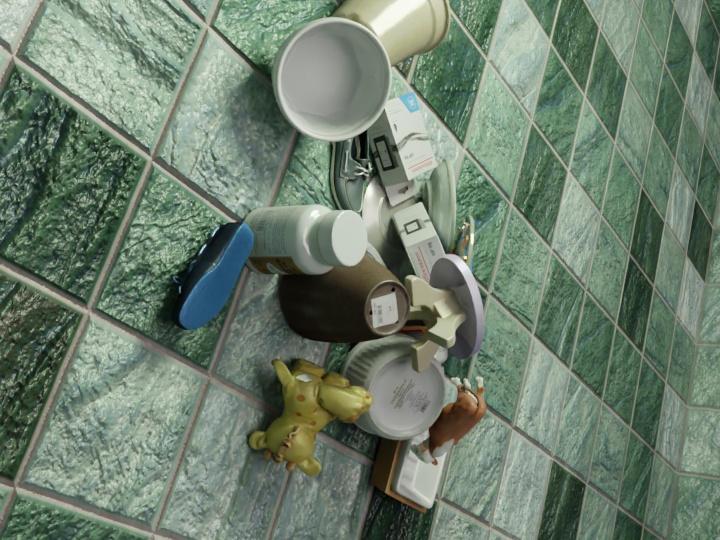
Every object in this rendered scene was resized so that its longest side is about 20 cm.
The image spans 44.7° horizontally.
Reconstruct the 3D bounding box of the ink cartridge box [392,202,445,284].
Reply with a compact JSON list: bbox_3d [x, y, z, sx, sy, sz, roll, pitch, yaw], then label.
[{"bbox_3d":[0.125,-0.035,1.692,0.200,0.066,0.116,-105,172,-62],"label":"ink cartridge box"}]

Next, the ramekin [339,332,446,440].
[{"bbox_3d":[0.066,0.221,1.641,0.199,0.105,0.201,-3,98,-21],"label":"ramekin"}]

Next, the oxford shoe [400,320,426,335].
[{"bbox_3d":[0.088,0.083,1.683,0.071,0.199,0.073,28,71,-89],"label":"oxford shoe"}]

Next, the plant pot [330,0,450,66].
[{"bbox_3d":[0.034,-0.448,1.609,0.184,0.200,0.201,-48,126,-35],"label":"plant pot"}]

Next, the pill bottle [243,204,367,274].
[{"bbox_3d":[-0.093,-0.050,1.432,0.114,0.199,0.115,0,90,-51],"label":"pill bottle"}]

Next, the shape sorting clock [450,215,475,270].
[{"bbox_3d":[0.196,-0.013,1.763,0.200,0.039,0.201,-171,-90,-90],"label":"shape sorting clock"}]

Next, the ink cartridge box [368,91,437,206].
[{"bbox_3d":[0.084,-0.242,1.744,0.116,0.068,0.201,-31,106,-48],"label":"ink cartridge box"}]

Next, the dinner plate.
[{"bbox_3d":[0.070,-0.107,1.784,0.200,0.024,0.201,1,89,-51],"label":"dinner plate"}]

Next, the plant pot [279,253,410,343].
[{"bbox_3d":[-0.010,0.049,1.496,0.186,0.200,0.188,-6,102,-32],"label":"plant pot"}]

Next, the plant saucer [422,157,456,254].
[{"bbox_3d":[0.159,-0.134,1.823,0.200,0.050,0.201,179,-90,-86],"label":"plant saucer"}]

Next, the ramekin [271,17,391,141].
[{"bbox_3d":[-0.058,-0.327,1.487,0.199,0.105,0.201,-6,109,-17],"label":"ramekin"}]

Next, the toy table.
[{"bbox_3d":[0.135,0.083,1.550,0.117,0.184,0.201,-22,107,-30],"label":"toy table"}]

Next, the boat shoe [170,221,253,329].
[{"bbox_3d":[-0.236,0.010,1.361,0.200,0.068,0.084,-57,139,-34],"label":"boat shoe"}]

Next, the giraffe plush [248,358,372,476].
[{"bbox_3d":[-0.094,0.255,1.486,0.200,0.172,0.163,18,97,-61],"label":"giraffe plush"}]

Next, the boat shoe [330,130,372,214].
[{"bbox_3d":[-0.013,-0.200,1.646,0.073,0.062,0.201,-7,95,-52],"label":"boat shoe"}]

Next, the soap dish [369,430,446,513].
[{"bbox_3d":[0.102,0.371,1.773,0.157,0.081,0.201,39,60,-45],"label":"soap dish"}]

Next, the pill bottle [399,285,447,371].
[{"bbox_3d":[0.118,0.131,1.769,0.113,0.113,0.201,-7,95,-51],"label":"pill bottle"}]

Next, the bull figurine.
[{"bbox_3d":[0.170,0.284,1.668,0.065,0.200,0.122,27,40,-22],"label":"bull figurine"}]

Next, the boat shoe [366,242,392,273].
[{"bbox_3d":[0.000,0.000,1.660,0.200,0.072,0.066,51,48,-48],"label":"boat shoe"}]
